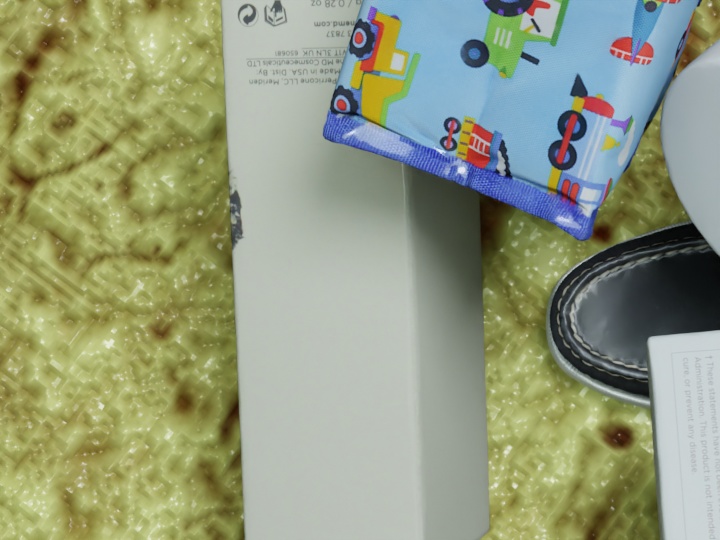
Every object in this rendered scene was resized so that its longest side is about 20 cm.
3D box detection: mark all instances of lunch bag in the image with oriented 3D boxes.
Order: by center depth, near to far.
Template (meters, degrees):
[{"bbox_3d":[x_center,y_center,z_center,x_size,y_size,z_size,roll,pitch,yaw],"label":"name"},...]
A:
[{"bbox_3d":[0.081,-0.108,0.855,0.094,0.200,0.151,23,106,15],"label":"lunch bag"}]

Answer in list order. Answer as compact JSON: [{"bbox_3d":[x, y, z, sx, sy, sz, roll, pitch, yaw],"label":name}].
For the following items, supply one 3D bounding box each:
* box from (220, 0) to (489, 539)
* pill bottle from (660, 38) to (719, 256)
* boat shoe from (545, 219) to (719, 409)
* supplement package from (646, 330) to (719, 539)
[{"bbox_3d":[0.000,0.000,0.902,0.068,0.082,0.200,1,97,20],"label":"box"},{"bbox_3d":[0.196,-0.077,0.851,0.200,0.114,0.114,-37,75,-28],"label":"pill bottle"},{"bbox_3d":[0.162,0.013,0.910,0.200,0.060,0.074,3,82,11],"label":"boat shoe"},{"bbox_3d":[0.197,0.086,0.847,0.200,0.117,0.117,-4,63,7],"label":"supplement package"}]
